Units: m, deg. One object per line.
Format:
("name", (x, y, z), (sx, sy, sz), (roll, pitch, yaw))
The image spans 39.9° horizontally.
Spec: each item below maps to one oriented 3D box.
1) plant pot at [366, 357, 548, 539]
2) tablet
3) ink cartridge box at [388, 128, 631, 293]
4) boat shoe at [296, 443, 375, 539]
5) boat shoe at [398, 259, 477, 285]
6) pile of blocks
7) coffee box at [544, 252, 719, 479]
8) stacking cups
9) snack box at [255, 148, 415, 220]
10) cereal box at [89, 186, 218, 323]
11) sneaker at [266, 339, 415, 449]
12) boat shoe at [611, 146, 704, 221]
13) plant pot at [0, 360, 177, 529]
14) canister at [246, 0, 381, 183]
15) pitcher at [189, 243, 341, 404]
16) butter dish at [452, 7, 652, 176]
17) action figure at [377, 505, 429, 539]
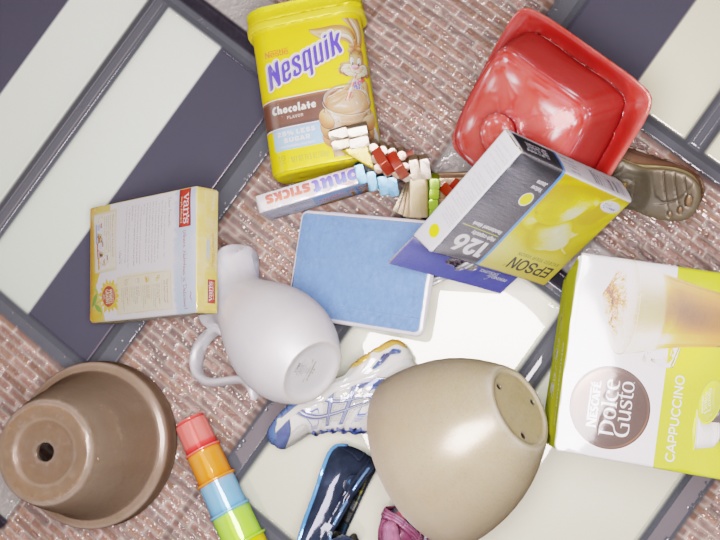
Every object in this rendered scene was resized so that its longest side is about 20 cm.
("plant pot", (0.123, 0.175, 1.067), (0.134, 0.199, 0.203), (-35, 80, 34))
("tablet", (0.000, 0.000, 1.173), (0.197, 0.014, 0.133), (7, 87, 34))
("ink cartridge box", (0.162, -0.043, 1.071), (0.201, 0.195, 0.047), (-50, 47, 27))
("boat shoe", (-0.033, 0.306, 1.152), (0.067, 0.084, 0.204), (16, 88, 13))
("boat shoe", (0.071, -0.006, 1.178), (0.196, 0.069, 0.073), (-15, 82, 5))
("pile of blocks", (0.047, -0.103, 1.127), (0.197, 0.062, 0.083), (24, 103, -4))
("coffee box", (0.307, 0.106, 1.071), (0.194, 0.200, 0.204), (9, 85, 8))
("stacking cups", (-0.161, 0.267, 1.183), (0.060, 0.061, 0.203), (-26, 81, 4))
("snack box", (-0.025, -0.102, 1.199), (0.196, 0.072, 0.025), (-16, 83, 5))
("cereal box", (-0.250, -0.014, 1.188), (0.197, 0.039, 0.147), (-6, 82, 37))
("sneaker", (-0.015, 0.166, 1.169), (0.198, 0.075, 0.089), (-32, 81, 3))
("boat shoe", (0.304, -0.112, 1.164), (0.197, 0.067, 0.073), (20, 117, 24))
("plant pot", (-0.333, 0.206, 1.154), (0.196, 0.175, 0.205), (-1, 84, 8))
("canister", (-0.053, -0.219, 1.209), (0.145, 0.087, 0.204), (-10, 84, 6))
("pitcher", (-0.121, 0.088, 1.153), (0.199, 0.120, 0.174), (37, 107, 42))
("butter dish", (0.182, -0.159, 1.101), (0.200, 0.147, 0.201), (41, 123, 21))
("action figure", (0.042, 0.336, 1.143), (0.147, 0.133, 0.204), (6, 85, 31))
